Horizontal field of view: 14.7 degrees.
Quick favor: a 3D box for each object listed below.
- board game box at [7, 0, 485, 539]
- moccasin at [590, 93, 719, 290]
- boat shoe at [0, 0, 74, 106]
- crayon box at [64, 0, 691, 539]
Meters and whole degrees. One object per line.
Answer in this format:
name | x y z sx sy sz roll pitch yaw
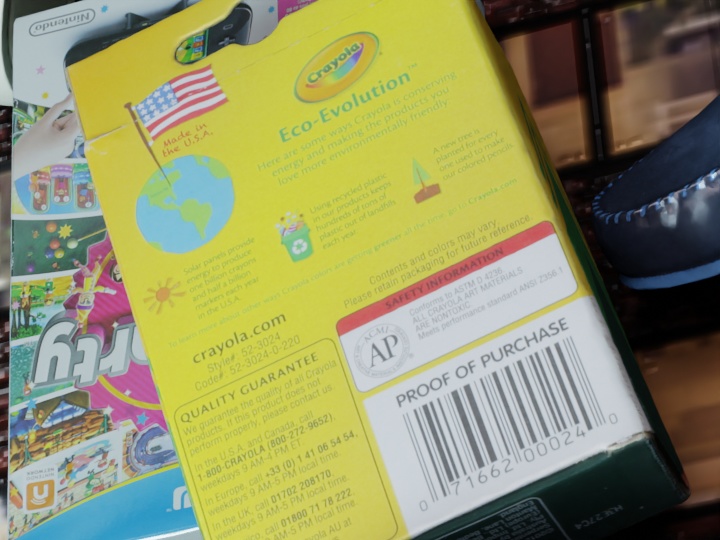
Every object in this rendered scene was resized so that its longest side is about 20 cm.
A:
board game box | -0.033 0.000 0.886 0.147 0.064 0.201 -13 61 18
moccasin | 0.147 -0.071 0.827 0.200 0.068 0.080 -34 22 -4
boat shoe | -0.132 -0.154 1.007 0.060 0.072 0.202 -1 67 20
crayon box | 0.000 0.000 0.803 0.126 0.051 0.201 -25 57 9
